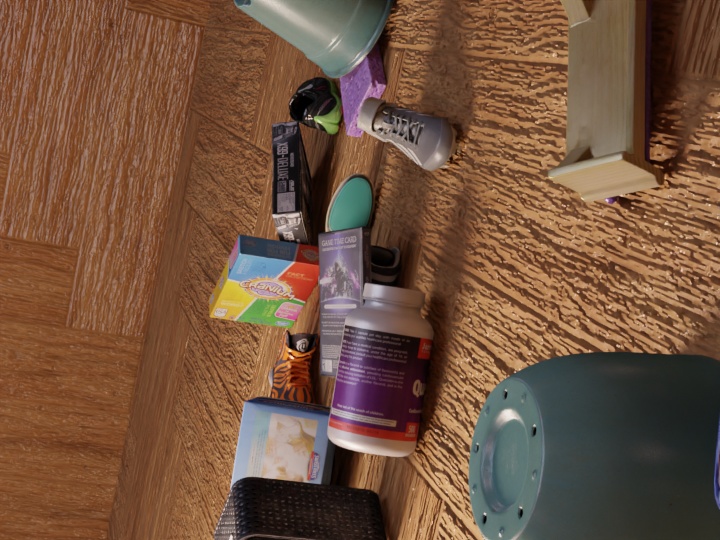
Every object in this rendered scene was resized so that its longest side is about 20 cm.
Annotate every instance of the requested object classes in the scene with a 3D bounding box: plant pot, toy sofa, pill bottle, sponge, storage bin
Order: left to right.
[{"bbox_3d":[-0.077,0.348,1.500,0.094,0.199,0.136,-104,29,-49],"label":"storage bin"},{"bbox_3d":[-0.081,-0.436,1.852,0.200,0.195,0.201,-39,39,40],"label":"plant pot"},{"bbox_3d":[-0.001,-0.318,1.893,0.201,0.030,0.112,-98,26,-43],"label":"sponge"},{"bbox_3d":[0.028,0.120,1.445,0.112,0.112,0.201,-175,94,-72],"label":"pill bottle"},{"bbox_3d":[0.177,0.153,0.892,0.200,0.160,0.202,-170,90,-73],"label":"plant pot"},{"bbox_3d":[0.230,-0.165,1.055,0.083,0.097,0.201,-12,67,44],"label":"toy sofa"}]

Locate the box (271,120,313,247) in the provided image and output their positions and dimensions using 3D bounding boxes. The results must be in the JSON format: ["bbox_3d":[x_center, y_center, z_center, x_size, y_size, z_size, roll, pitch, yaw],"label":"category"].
[{"bbox_3d":[-0.115,-0.127,2.011,0.158,0.049,0.201,79,-173,-54],"label":"box"}]

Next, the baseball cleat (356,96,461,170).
[{"bbox_3d":[0.053,-0.179,1.533,0.200,0.106,0.070,-145,71,-68],"label":"baseball cleat"}]

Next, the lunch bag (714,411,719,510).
[{"bbox_3d":[0.294,0.094,0.709,0.200,0.075,0.161,161,115,-69],"label":"lunch bag"}]

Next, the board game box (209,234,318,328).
[{"bbox_3d":[-0.161,0.021,2.006,0.200,0.152,0.041,121,151,-50],"label":"board game box"}]

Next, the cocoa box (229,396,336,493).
[{"bbox_3d":[-0.109,0.290,1.684,0.131,0.132,0.201,29,-110,-84],"label":"cocoa box"}]

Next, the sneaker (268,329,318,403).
[{"bbox_3d":[-0.106,0.160,1.886,0.200,0.077,0.113,-119,41,-63],"label":"sneaker"}]

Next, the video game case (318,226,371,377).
[{"bbox_3d":[-0.021,0.045,1.599,0.143,0.019,0.201,176,94,-65],"label":"video game case"}]

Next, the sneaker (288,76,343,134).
[{"bbox_3d":[-0.086,-0.296,2.053,0.200,0.083,0.077,-126,49,-66],"label":"sneaker"}]

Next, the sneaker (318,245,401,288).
[{"bbox_3d":[0.000,0.000,1.655,0.200,0.070,0.109,-134,51,-60],"label":"sneaker"}]

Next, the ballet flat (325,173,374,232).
[{"bbox_3d":[-0.024,-0.054,1.778,0.069,0.069,0.201,-130,52,-67],"label":"ballet flat"}]
